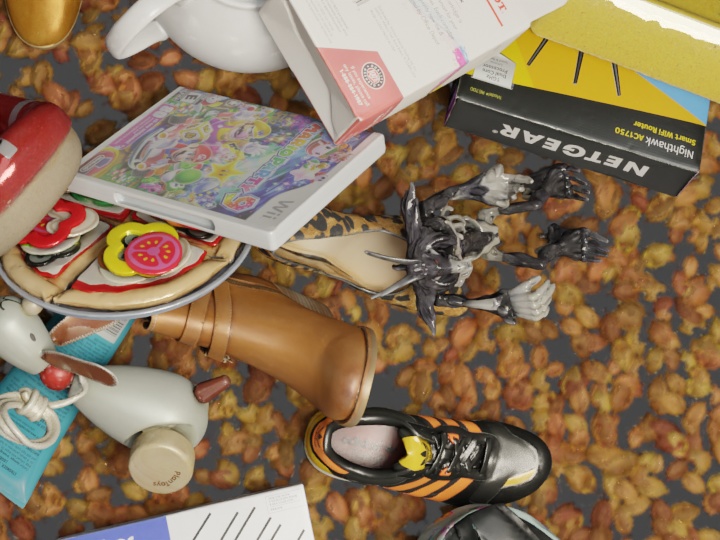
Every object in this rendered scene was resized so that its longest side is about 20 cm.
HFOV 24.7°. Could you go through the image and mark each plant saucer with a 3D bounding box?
[{"bbox_3d":[0.249,-0.244,1.289,0.198,0.049,0.202,20,61,-3],"label":"plant saucer"}]

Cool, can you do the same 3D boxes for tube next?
[{"bbox_3d":[-0.236,0.081,1.273,0.077,0.050,0.201,35,89,-2],"label":"tube"}]

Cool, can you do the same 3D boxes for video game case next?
[{"bbox_3d":[-0.101,-0.080,1.214,0.198,0.018,0.143,16,41,31],"label":"video game case"}]

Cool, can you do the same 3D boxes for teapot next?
[{"bbox_3d":[-0.086,-0.248,1.253,0.195,0.146,0.203,7,87,-4],"label":"teapot"}]

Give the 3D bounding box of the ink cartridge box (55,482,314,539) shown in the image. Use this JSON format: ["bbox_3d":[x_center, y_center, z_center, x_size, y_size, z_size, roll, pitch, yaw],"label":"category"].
[{"bbox_3d":[-0.131,0.232,1.270,0.197,0.044,0.095,-13,86,-5],"label":"ink cartridge box"}]

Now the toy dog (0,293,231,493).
[{"bbox_3d":[-0.176,0.076,1.213,0.199,0.133,0.096,27,119,-38],"label":"toy dog"}]

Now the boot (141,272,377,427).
[{"bbox_3d":[-0.080,0.050,1.199,0.153,0.200,0.075,17,97,-23],"label":"boot"}]

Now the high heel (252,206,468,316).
[{"bbox_3d":[0.000,0.000,1.239,0.199,0.143,0.072,35,112,-11],"label":"high heel"}]

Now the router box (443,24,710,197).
[{"bbox_3d":[0.176,-0.158,1.292,0.198,0.051,0.151,16,65,-5],"label":"router box"}]

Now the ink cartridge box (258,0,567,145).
[{"bbox_3d":[0.041,-0.193,1.204,0.199,0.067,0.117,-30,88,-21],"label":"ink cartridge box"}]

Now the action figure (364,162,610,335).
[{"bbox_3d":[0.101,-0.023,1.238,0.199,0.102,0.120,-21,102,-37],"label":"action figure"}]

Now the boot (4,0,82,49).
[{"bbox_3d":[-0.248,-0.279,1.243,0.070,0.144,0.204,2,87,-4],"label":"boot"}]

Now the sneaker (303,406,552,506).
[{"bbox_3d":[0.055,0.146,1.267,0.197,0.090,0.071,8,86,-4],"label":"sneaker"}]

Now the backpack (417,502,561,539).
[{"bbox_3d":[0.118,0.273,1.248,0.167,0.127,0.200,-41,89,-17],"label":"backpack"}]

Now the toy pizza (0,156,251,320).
[{"bbox_3d":[-0.177,-0.037,1.224,0.197,0.201,0.032,-6,129,-5],"label":"toy pizza"}]

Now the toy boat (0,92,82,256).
[{"bbox_3d":[-0.297,-0.094,1.192,0.131,0.199,0.131,-53,130,-19],"label":"toy boat"}]
